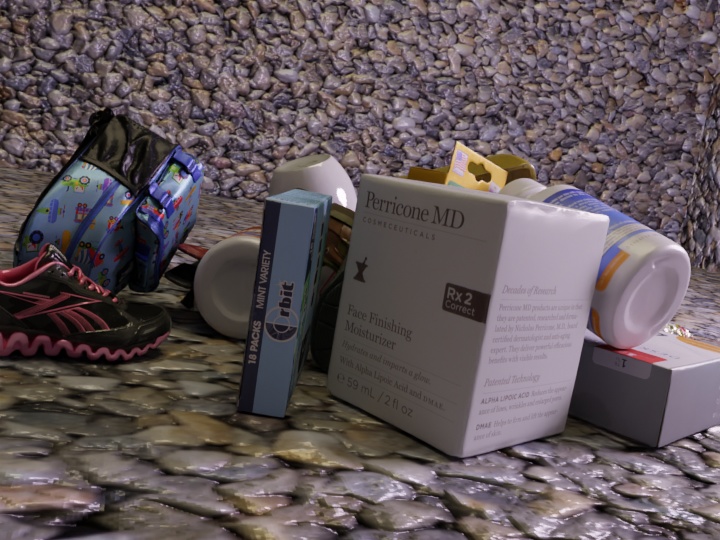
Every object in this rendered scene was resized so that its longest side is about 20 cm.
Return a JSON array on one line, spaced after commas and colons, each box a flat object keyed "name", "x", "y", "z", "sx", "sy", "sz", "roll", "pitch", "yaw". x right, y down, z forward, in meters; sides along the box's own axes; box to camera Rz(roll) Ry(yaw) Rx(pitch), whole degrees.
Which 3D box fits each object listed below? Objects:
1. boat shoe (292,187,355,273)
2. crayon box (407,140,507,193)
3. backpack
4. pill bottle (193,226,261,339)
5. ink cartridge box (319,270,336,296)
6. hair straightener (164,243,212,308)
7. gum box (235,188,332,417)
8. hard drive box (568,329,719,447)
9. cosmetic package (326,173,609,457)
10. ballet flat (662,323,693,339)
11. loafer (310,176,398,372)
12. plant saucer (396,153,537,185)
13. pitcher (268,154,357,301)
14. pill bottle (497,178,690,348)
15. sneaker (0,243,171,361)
[{"name": "boat shoe", "x": -0.054, "y": -0.043, "z": 0.879, "sx": 0.072, "sy": 0.068, "sz": 0.199, "roll": 41, "pitch": -9, "yaw": -27}, {"name": "crayon box", "x": 0.088, "y": -0.027, "z": 0.823, "sx": 0.051, "sy": 0.203, "sz": 0.125, "roll": 15, "pitch": 0, "yaw": 37}, {"name": "backpack", "x": -0.271, "y": -0.039, "z": 0.814, "sx": 0.133, "sy": 0.183, "sz": 0.201, "roll": 26, "pitch": 50, "yaw": -2}, {"name": "pill bottle", "x": -0.123, "y": 0.006, "z": 0.907, "sx": 0.110, "sy": 0.114, "sz": 0.200, "roll": 9, "pitch": 8, "yaw": 0}, {"name": "ink cartridge box", "x": 0.000, "y": 0.000, "z": 0.905, "sx": 0.050, "sy": 0.110, "sz": 0.200, "roll": 35, "pitch": -7, "yaw": 4}, {"name": "hair straightener", "x": -0.208, "y": 0.005, "z": 0.938, "sx": 0.041, "sy": 0.078, "sz": 0.200, "roll": 25, "pitch": 1, "yaw": -7}, {"name": "gum box", "x": -0.064, "y": 0.017, "z": 0.696, "sx": 0.044, "sy": 0.173, "sz": 0.200, "roll": 10, "pitch": 8, "yaw": 1}, {"name": "hard drive box", "x": 0.285, "y": 0.109, "z": 0.801, "sx": 0.155, "sy": 0.078, "sz": 0.198, "roll": 17, "pitch": 11, "yaw": 42}, {"name": "cosmetic package", "x": 0.093, "y": 0.031, "z": 0.677, "sx": 0.164, "sy": 0.203, "sz": 0.164, "roll": 1, "pitch": 11, "yaw": -45}, {"name": "ballet flat", "x": 0.318, "y": 0.099, "z": 0.957, "sx": 0.197, "sy": 0.077, "sz": 0.064, "roll": 1, "pitch": 16, "yaw": 10}, {"name": "loafer", "x": 0.010, "y": 0.007, "z": 0.766, "sx": 0.071, "sy": 0.202, "sz": 0.063, "roll": 23, "pitch": 9, "yaw": 12}, {"name": "plant saucer", "x": 0.128, "y": -0.073, "z": 0.965, "sx": 0.197, "sy": 0.049, "sz": 0.200, "roll": -10, "pitch": -31, "yaw": 15}, {"name": "pitcher", "x": -0.074, "y": -0.052, "z": 1.063, "sx": 0.170, "sy": 0.203, "sz": 0.121, "roll": 6, "pitch": 26, "yaw": 42}, {"name": "pill bottle", "x": 0.219, "y": -0.019, "z": 0.776, "sx": 0.111, "sy": 0.113, "sz": 0.200, "roll": 4, "pitch": 26, "yaw": -35}, {"name": "sneaker", "x": -0.261, "y": 0.026, "z": 0.682, "sx": 0.198, "sy": 0.097, "sz": 0.079, "roll": 6, "pitch": 7, "yaw": -34}]
